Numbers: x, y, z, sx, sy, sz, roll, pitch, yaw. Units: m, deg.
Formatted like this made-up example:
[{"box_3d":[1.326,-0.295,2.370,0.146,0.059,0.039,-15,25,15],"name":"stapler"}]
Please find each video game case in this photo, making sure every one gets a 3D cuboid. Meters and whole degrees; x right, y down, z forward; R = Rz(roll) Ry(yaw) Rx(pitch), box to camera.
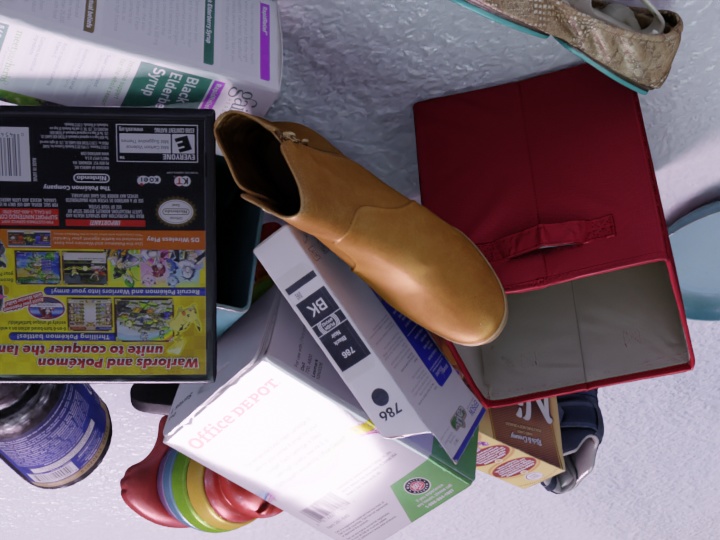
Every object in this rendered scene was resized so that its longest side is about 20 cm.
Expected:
[{"box_3d":[-0.193,-0.015,0.850,0.197,0.026,0.183,0,106,-4],"name":"video game case"}]

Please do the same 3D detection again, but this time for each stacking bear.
[{"box_3d":[-0.135,0.208,1.308,0.114,0.122,0.199,45,150,-22],"name":"stacking bear"}]

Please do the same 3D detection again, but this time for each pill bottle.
[{"box_3d":[-0.319,0.122,1.238,0.110,0.113,0.201,-8,148,8],"name":"pill bottle"}]

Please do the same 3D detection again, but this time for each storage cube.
[{"box_3d":[0.145,-0.025,0.982,0.169,0.182,0.200,-12,149,14],"name":"storage cube"}]

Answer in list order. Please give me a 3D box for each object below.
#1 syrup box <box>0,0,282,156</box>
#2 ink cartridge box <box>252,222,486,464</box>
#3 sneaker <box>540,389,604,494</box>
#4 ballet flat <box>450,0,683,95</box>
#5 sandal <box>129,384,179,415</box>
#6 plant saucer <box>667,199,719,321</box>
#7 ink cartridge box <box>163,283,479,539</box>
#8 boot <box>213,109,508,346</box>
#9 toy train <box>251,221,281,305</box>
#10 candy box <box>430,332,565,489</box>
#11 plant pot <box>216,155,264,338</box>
[{"box_3d":[-0.155,-0.147,0.847,0.198,0.082,0.079,13,145,-23],"name":"syrup box"},{"box_3d":[0.010,0.045,0.923,0.039,0.201,0.099,-35,-178,24],"name":"ink cartridge box"},{"box_3d":[0.151,0.158,1.313,0.200,0.148,0.077,-20,147,28],"name":"sneaker"},{"box_3d":[0.135,-0.180,0.857,0.198,0.071,0.066,16,117,-33],"name":"ballet flat"},{"box_3d":[-0.132,0.121,1.302,0.197,0.075,0.046,6,113,-2],"name":"sandal"},{"box_3d":[0.345,-0.015,1.164,0.197,0.028,0.201,-2,148,-1],"name":"plant saucer"},{"box_3d":[-0.029,0.116,1.001,0.199,0.085,0.145,33,131,-21],"name":"ink cartridge box"},{"box_3d":[-0.003,-0.024,0.834,0.071,0.201,0.144,-52,158,13],"name":"boot"},{"box_3d":[-0.071,0.016,1.042,0.198,0.116,0.085,-23,104,10],"name":"toy train"},{"box_3d":[0.092,0.104,1.138,0.199,0.118,0.056,26,137,-34],"name":"candy box"},{"box_3d":[-0.163,-0.015,0.997,0.139,0.143,0.200,12,156,-13],"name":"plant pot"}]
